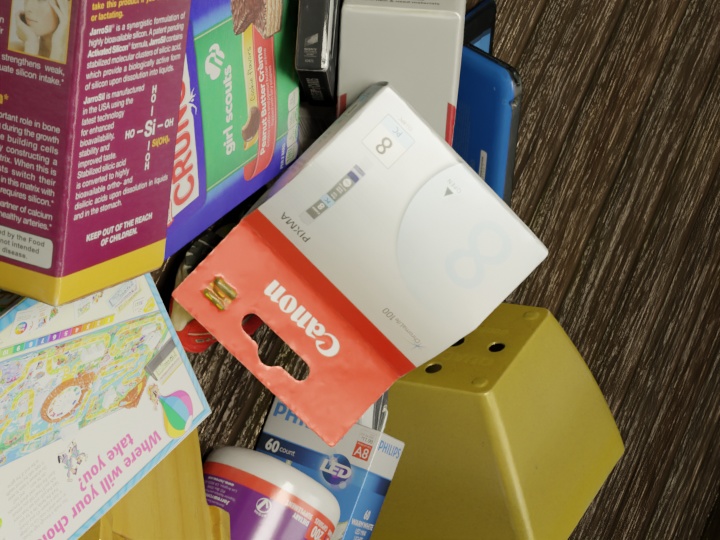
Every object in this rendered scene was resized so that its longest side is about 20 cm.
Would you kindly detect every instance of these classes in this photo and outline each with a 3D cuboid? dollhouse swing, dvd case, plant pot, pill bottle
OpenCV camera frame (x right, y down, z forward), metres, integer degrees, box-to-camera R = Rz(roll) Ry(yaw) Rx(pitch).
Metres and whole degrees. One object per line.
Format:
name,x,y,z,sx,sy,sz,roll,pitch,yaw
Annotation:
dollhouse swing,-0.193,0.146,1.112,0.182,0.176,0.200,-30,154,7
dvd case,-0.021,-0.219,1.129,0.150,0.025,0.200,63,30,-86
plant pot,0.103,0.134,1.551,0.200,0.200,0.177,-46,133,-44
pill bottle,-0.102,0.239,1.267,0.200,0.112,0.112,-64,154,-18

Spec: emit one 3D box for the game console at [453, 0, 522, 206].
game console,0.115,-0.116,1.492,0.118,0.171,0.200,-15,123,-30

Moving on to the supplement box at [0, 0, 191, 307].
supplement box,-0.171,-0.100,0.883,0.103,0.131,0.200,-26,129,-59

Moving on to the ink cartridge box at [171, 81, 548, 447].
ink cartridge box,0.000,0.000,1.130,0.200,0.160,0.047,-46,-166,-3

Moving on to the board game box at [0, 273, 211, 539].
board game box,-0.177,0.079,0.938,0.200,0.034,0.135,-43,121,-43

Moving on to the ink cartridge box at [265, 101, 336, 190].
ink cartridge box,0.009,-0.039,1.273,0.200,0.045,0.176,-4,67,-63

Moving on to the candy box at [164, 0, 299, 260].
candy box,-0.116,-0.114,1.049,0.200,0.077,0.169,-40,140,-49

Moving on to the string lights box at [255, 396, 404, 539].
string lights box,-0.050,0.213,1.369,0.059,0.103,0.200,33,75,-64

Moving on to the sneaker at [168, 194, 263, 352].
sneaker,-0.079,0.005,1.236,0.200,0.077,0.085,-25,148,-55

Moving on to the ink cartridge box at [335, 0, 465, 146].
ink cartridge box,0.032,-0.166,1.226,0.200,0.084,0.145,-80,174,-56

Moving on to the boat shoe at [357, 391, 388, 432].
boat shoe,-0.011,0.132,1.446,0.068,0.072,0.200,-2,100,-63
